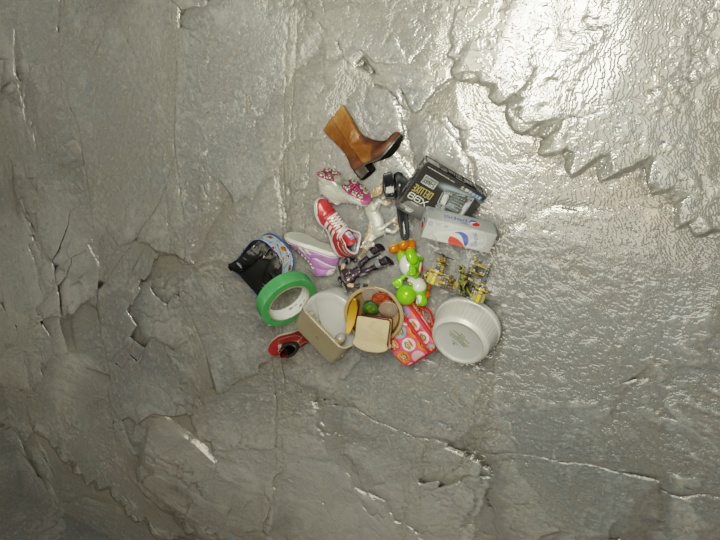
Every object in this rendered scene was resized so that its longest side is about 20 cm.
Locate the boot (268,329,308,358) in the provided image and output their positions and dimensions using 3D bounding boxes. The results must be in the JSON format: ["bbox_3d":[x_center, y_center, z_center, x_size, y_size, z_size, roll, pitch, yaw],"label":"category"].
[{"bbox_3d":[-0.274,0.272,1.948,0.199,0.144,0.073,-26,99,33],"label":"boot"}]

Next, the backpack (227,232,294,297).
[{"bbox_3d":[-0.305,-0.023,1.844,0.200,0.154,0.191,43,130,2],"label":"backpack"}]

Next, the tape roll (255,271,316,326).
[{"bbox_3d":[-0.242,0.094,1.831,0.048,0.199,0.201,49,126,34],"label":"tape roll"}]

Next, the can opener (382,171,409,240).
[{"bbox_3d":[0.115,-0.186,1.609,0.078,0.063,0.202,-11,92,9],"label":"can opener"}]

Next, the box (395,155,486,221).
[{"bbox_3d":[0.218,-0.199,1.536,0.199,0.050,0.158,27,122,-15],"label":"box"}]

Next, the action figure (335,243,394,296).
[{"bbox_3d":[0.000,0.000,1.741,0.199,0.069,0.131,-31,76,22],"label":"action figure"}]

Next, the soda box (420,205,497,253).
[{"bbox_3d":[0.265,-0.111,1.524,0.198,0.069,0.064,13,125,-7],"label":"soda box"}]

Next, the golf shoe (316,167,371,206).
[{"bbox_3d":[-0.050,-0.233,1.686,0.199,0.075,0.092,34,135,27],"label":"golf shoe"}]

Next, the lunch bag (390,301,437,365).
[{"bbox_3d":[0.154,0.179,1.746,0.176,0.082,0.201,-36,91,27],"label":"lunch bag"}]

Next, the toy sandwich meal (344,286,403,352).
[{"bbox_3d":[0.035,0.149,1.683,0.203,0.070,0.207,4,110,10],"label":"toy sandwich meal"}]

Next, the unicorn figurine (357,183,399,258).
[{"bbox_3d":[0.052,-0.144,1.668,0.136,0.074,0.202,-16,74,27],"label":"unicorn figurine"}]

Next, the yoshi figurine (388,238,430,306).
[{"bbox_3d":[0.134,0.016,1.653,0.111,0.112,0.202,-18,90,20],"label":"yoshi figurine"}]

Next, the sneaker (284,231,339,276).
[{"bbox_3d":[-0.167,-0.045,1.816,0.199,0.073,0.115,25,121,15],"label":"sneaker"}]

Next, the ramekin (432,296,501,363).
[{"bbox_3d":[0.301,0.183,1.636,0.201,0.094,0.204,18,132,22],"label":"ramekin"}]

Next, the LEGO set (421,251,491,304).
[{"bbox_3d":[0.282,0.004,1.566,0.199,0.154,0.117,23,97,16],"label":"LEGO set"}]

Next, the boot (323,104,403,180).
[{"bbox_3d":[0.007,-0.394,1.615,0.188,0.068,0.201,-39,82,39],"label":"boot"}]

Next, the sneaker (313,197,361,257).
[{"bbox_3d":[-0.066,-0.131,1.697,0.112,0.071,0.201,5,126,58],"label":"sneaker"}]

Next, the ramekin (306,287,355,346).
[{"bbox_3d":[-0.078,0.148,1.825,0.201,0.094,0.204,9,113,22],"label":"ramekin"}]

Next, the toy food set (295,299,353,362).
[{"bbox_3d":[-0.117,0.191,1.750,0.200,0.060,0.144,45,150,6],"label":"toy food set"}]
